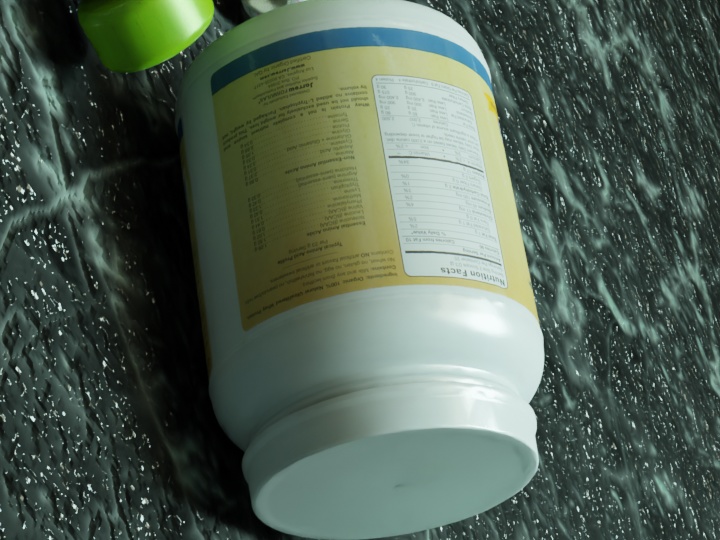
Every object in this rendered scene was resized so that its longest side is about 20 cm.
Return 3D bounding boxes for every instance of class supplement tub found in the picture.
[{"bbox_3d":[0.000,0.000,0.969,0.144,0.144,0.202,33,42,-55],"label":"supplement tub"}]

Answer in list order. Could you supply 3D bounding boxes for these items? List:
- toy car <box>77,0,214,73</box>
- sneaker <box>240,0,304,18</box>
[{"bbox_3d":[-0.104,-0.208,0.982,0.165,0.157,0.200,62,-5,-26],"label":"toy car"},{"bbox_3d":[-0.045,-0.207,1.126,0.088,0.081,0.202,-11,80,-68],"label":"sneaker"}]
